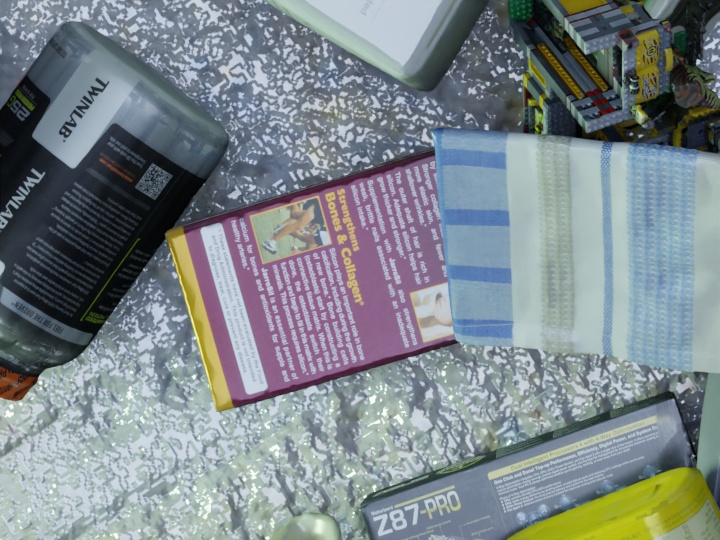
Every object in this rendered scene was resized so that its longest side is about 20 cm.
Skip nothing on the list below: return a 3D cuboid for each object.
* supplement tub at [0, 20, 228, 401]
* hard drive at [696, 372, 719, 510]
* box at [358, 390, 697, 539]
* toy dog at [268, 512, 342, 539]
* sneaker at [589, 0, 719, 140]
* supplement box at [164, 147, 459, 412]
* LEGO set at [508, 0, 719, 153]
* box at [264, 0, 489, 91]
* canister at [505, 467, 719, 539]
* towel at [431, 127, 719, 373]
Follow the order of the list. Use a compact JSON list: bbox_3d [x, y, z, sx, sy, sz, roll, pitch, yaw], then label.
[{"bbox_3d":[-0.178,-0.032,1.334,0.122,0.123,0.201,36,94,3],"label":"supplement tub"},{"bbox_3d":[0.257,0.049,1.294,0.134,0.042,0.202,1,108,-28],"label":"hard drive"},{"bbox_3d":[0.116,0.179,1.349,0.199,0.049,0.162,-20,92,6],"label":"box"},{"bbox_3d":[-0.029,0.270,1.306,0.139,0.194,0.201,-26,123,-7],"label":"toy dog"},{"bbox_3d":[0.160,-0.159,1.337,0.200,0.077,0.089,-50,50,13],"label":"sneaker"},{"bbox_3d":[0.000,0.000,1.335,0.198,0.086,0.111,-16,91,6],"label":"supplement box"},{"bbox_3d":[0.157,-0.100,1.231,0.153,0.116,0.201,-11,131,-19],"label":"LEGO set"},{"bbox_3d":[0.014,-0.225,1.270,0.171,0.199,0.201,33,94,3],"label":"box"},{"bbox_3d":[0.168,0.225,1.269,0.148,0.087,0.201,-25,95,26],"label":"canister"},{"bbox_3d":[0.137,-0.006,1.213,0.198,0.024,0.148,8,132,16],"label":"towel"}]
